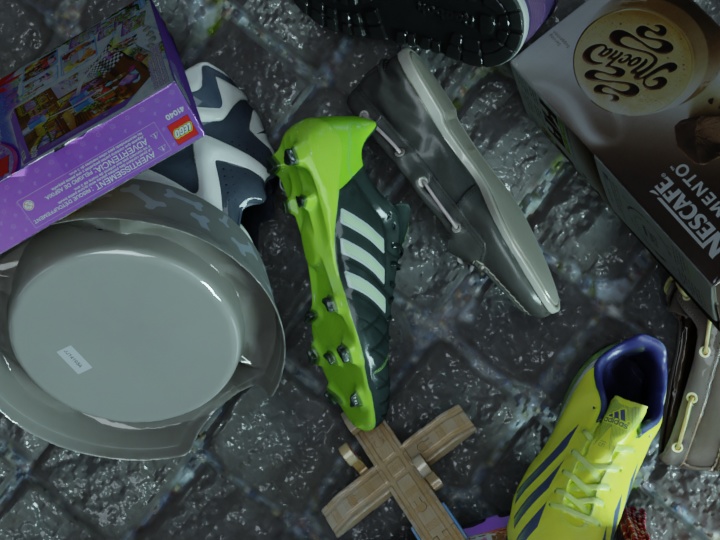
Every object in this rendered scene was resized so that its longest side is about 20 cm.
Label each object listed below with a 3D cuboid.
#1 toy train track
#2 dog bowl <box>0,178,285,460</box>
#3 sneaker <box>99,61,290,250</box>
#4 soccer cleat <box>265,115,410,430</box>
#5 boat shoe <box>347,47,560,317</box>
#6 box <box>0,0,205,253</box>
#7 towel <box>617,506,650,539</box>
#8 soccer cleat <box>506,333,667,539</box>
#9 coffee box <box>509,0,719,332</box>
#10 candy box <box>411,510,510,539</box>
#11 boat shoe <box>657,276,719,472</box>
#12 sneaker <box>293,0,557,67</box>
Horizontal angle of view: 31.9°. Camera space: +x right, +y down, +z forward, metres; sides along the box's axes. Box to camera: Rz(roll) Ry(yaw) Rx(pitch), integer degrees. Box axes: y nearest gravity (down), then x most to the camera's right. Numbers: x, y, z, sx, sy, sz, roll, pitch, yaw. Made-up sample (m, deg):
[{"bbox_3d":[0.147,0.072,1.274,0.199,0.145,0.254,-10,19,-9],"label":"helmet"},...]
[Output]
[{"bbox_3d":[0.039,0.150,0.782,0.114,0.033,0.200,-38,51,1],"label":"toy train track"},{"bbox_3d":[-0.144,0.030,0.784,0.197,0.059,0.202,0,129,0],"label":"dog bowl"},{"bbox_3d":[-0.126,-0.023,0.820,0.199,0.080,0.130,-42,81,-9],"label":"sneaker"},{"bbox_3d":[0.000,0.000,0.803,0.080,0.067,0.202,-16,98,-29],"label":"soccer cleat"},{"bbox_3d":[0.061,-0.049,0.830,0.057,0.067,0.201,-32,84,20],"label":"boat shoe"},{"bbox_3d":[-0.171,-0.096,0.768,0.136,0.200,0.039,-29,119,1],"label":"box"},{"bbox_3d":[0.174,0.228,0.753,0.022,0.200,0.147,-4,90,8],"label":"towel"},{"bbox_3d":[0.142,0.117,0.768,0.064,0.084,0.201,30,48,-1],"label":"soccer cleat"},{"bbox_3d":[0.198,-0.080,0.776,0.113,0.080,0.201,-36,62,1],"label":"coffee box"},{"bbox_3d":[0.052,0.250,0.772,0.198,0.169,0.072,-16,129,1],"label":"candy box"},{"bbox_3d":[0.229,0.030,0.819,0.059,0.072,0.203,3,95,0],"label":"boat shoe"},{"bbox_3d":[0.034,-0.195,0.832,0.199,0.088,0.076,26,131,20],"label":"sneaker"}]
